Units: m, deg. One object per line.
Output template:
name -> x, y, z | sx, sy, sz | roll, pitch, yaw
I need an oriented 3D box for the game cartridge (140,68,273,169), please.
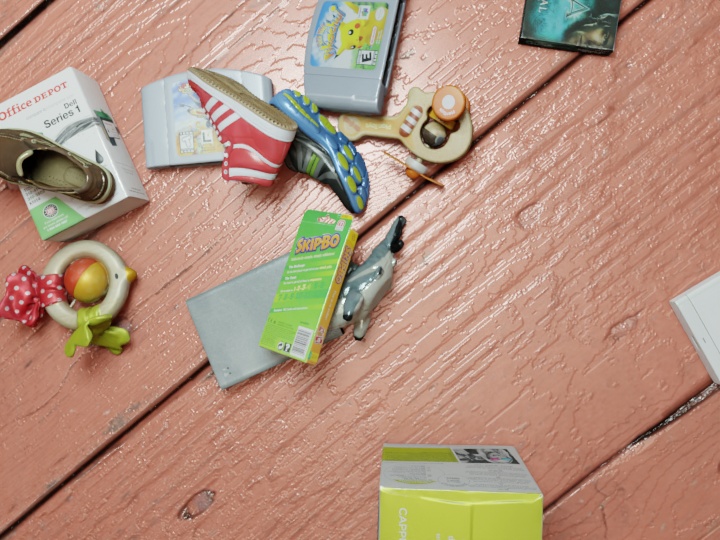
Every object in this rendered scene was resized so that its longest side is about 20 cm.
game cartridge -> -0.223, -0.223, 0.927 | 0.195, 0.042, 0.137 | -5, 94, 4

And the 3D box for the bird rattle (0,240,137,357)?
bird rattle -> -0.416, 0.035, 0.930 | 0.198, 0.113, 0.165 | 30, 81, 16

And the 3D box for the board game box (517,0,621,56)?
board game box -> 0.305, -0.416, 0.894 | 0.132, 0.028, 0.205 | 9, 91, 4

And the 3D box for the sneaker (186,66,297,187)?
sneaker -> -0.179, -0.193, 0.872 | 0.199, 0.071, 0.114 | 37, 120, 24

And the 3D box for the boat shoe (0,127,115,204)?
boat shoe -> -0.429, -0.145, 0.835 | 0.198, 0.075, 0.076 | 15, 92, 3

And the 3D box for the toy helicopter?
toy helicopter -> 0.061, -0.192, 0.901 | 0.195, 0.079, 0.136 | 6, 100, 14

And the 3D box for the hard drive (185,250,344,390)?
hard drive -> -0.138, 0.068, 0.924 | 0.197, 0.033, 0.142 | -24, 89, 3

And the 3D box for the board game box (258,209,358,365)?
board game box -> -0.069, 0.018, 0.860 | 0.094, 0.030, 0.204 | 11, 81, 39

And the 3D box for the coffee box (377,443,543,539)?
coffee box -> 0.119, 0.354, 0.828 | 0.195, 0.198, 0.205 | 2, 90, 3

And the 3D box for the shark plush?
shark plush -> 0.000, 0.000, 0.883 | 0.082, 0.091, 0.202 | 30, 86, 24

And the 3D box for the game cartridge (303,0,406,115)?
game cartridge -> -0.011, -0.324, 0.891 | 0.131, 0.040, 0.205 | 10, 86, 26

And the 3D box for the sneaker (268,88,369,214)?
sneaker -> -0.061, -0.163, 0.904 | 0.200, 0.071, 0.082 | 48, 130, -10

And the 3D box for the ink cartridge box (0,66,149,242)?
ink cartridge box -> -0.420, -0.164, 0.914 | 0.144, 0.084, 0.203 | -25, 90, 3

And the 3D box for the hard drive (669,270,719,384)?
hard drive -> 0.553, 0.050, 0.883 | 0.198, 0.027, 0.134 | -31, 89, 3
